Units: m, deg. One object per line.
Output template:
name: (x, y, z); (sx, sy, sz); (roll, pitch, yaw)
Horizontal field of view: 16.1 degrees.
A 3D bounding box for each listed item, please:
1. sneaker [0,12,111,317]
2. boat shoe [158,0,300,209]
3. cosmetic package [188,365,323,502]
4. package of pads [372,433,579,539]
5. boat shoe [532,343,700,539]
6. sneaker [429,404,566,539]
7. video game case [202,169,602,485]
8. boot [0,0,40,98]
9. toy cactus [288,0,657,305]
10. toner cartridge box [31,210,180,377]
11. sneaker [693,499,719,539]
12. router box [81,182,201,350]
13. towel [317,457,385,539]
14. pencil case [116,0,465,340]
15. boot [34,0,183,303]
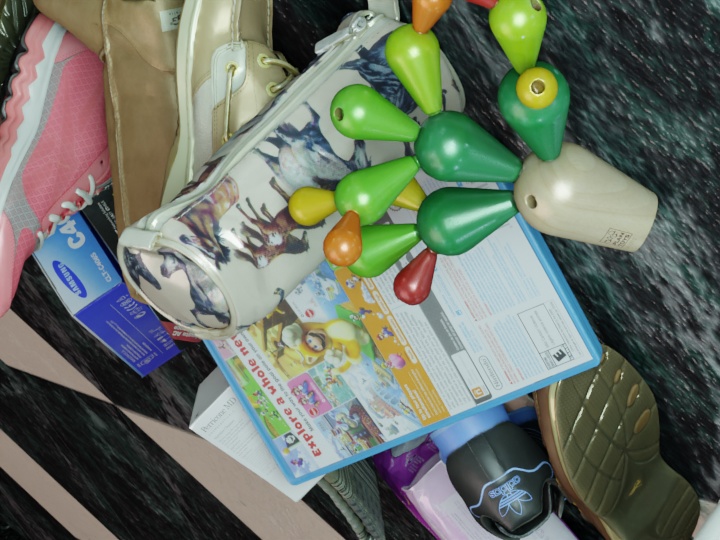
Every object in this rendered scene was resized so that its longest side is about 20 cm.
sneaker: (-0.190, -0.059, 1.580); (0.086, 0.201, 0.074); (16, 165, -12)
boat shoe: (-0.060, -0.087, 1.368); (0.066, 0.201, 0.074); (8, -175, 21)
cosmetic package: (-0.005, 0.037, 1.453); (0.082, 0.200, 0.051); (36, -152, -18)
package of pads: (0.100, 0.183, 1.741); (0.200, 0.076, 0.120); (49, 174, -15)
boat shoe: (0.135, 0.104, 1.485); (0.067, 0.072, 0.200); (29, 160, 39)
sneaker: (0.092, 0.129, 1.570); (0.078, 0.070, 0.200); (60, -172, 12)
video game case: (0.013, 0.025, 1.399); (0.143, 0.199, 0.018); (60, -158, -18)
boot: (-0.257, -0.140, 1.719); (0.066, 0.176, 0.200); (27, 170, -25)
toy cactus: (0.064, -0.049, 1.216); (0.164, 0.102, 0.200); (21, 124, -11)
toner cartridge box: (-0.180, 0.006, 1.759); (0.095, 0.043, 0.200); (55, 179, 17)
sneaker: (0.210, 0.194, 1.505); (0.073, 0.085, 0.200); (36, 163, 23)
router box: (-0.159, -0.060, 1.731); (0.150, 0.062, 0.200); (59, 178, -39)
towel: (-0.041, 0.066, 1.692); (0.200, 0.034, 0.193); (56, -162, -52)
pencil case: (-0.036, -0.051, 1.296); (0.078, 0.200, 0.090); (9, 138, 51)
boot: (-0.139, -0.086, 1.521); (0.175, 0.066, 0.201); (17, 117, 61)
